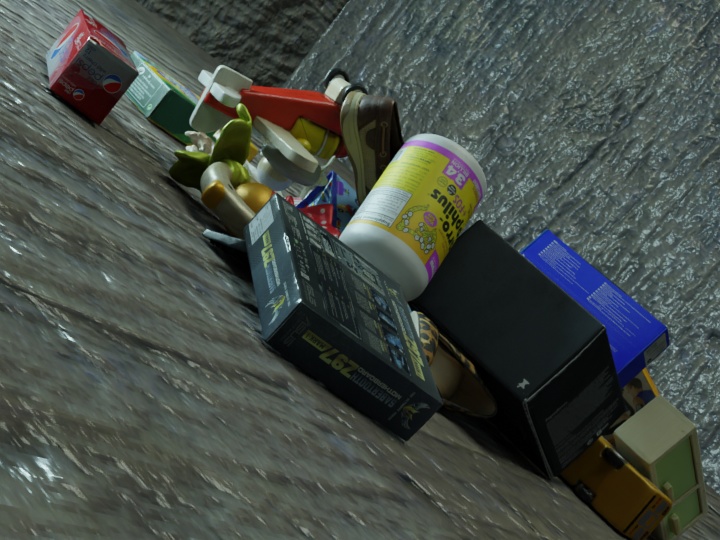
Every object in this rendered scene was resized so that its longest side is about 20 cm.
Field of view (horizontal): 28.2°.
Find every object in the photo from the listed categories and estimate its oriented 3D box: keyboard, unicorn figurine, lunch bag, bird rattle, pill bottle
[{"bbox_3d":[-0.064,0.018,1.356,0.104,0.040,0.200,15,-9,35],"label":"keyboard"},{"bbox_3d":[-0.124,-0.103,1.720,0.199,0.074,0.137,6,31,-50],"label":"unicorn figurine"},{"bbox_3d":[0.000,0.000,1.624,0.150,0.094,0.200,43,12,-24],"label":"lunch bag"},{"bbox_3d":[-0.107,-0.055,1.455,0.200,0.112,0.163,51,14,-15],"label":"bird rattle"},{"bbox_3d":[0.043,-0.039,1.485,0.104,0.201,0.104,26,-27,15],"label":"pill bottle"}]

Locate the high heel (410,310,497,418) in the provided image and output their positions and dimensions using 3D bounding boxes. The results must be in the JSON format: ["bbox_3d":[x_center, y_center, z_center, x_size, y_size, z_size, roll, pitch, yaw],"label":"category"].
[{"bbox_3d":[0.089,0.103,1.387,0.142,0.072,0.200,33,-3,-5],"label":"high heel"}]

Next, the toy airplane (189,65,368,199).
[{"bbox_3d":[-0.099,-0.157,1.613,0.198,0.142,0.200,18,23,18],"label":"toy airplane"}]

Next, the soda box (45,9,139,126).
[{"bbox_3d":[-0.283,-0.215,1.495,0.063,0.070,0.200,38,5,-21],"label":"soda box"}]

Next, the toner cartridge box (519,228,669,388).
[{"bbox_3d":[0.252,0.047,1.654,0.200,0.095,0.043,44,-14,33],"label":"toner cartridge box"}]

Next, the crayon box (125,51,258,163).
[{"bbox_3d":[-0.217,-0.195,1.875,0.200,0.052,0.126,35,7,-43],"label":"crayon box"}]

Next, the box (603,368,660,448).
[{"bbox_3d":[0.280,0.126,1.725,0.201,0.118,0.042,58,17,-22],"label":"box"}]

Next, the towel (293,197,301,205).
[{"bbox_3d":[-0.008,-0.064,1.903,0.145,0.030,0.200,2,14,-32],"label":"towel"}]

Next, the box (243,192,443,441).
[{"bbox_3d":[-0.018,0.035,1.202,0.157,0.051,0.200,36,18,-26],"label":"box"}]

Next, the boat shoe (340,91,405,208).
[{"bbox_3d":[0.035,-0.113,1.588,0.071,0.072,0.201,2,-47,21],"label":"boat shoe"}]

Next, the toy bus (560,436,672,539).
[{"bbox_3d":[0.264,0.221,1.662,0.200,0.065,0.078,44,7,40],"label":"toy bus"}]

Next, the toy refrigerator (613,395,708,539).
[{"bbox_3d":[0.364,0.245,1.716,0.070,0.076,0.201,44,-16,39],"label":"toy refrigerator"}]

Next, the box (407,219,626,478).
[{"bbox_3d":[0.168,0.087,1.545,0.200,0.124,0.197,43,-10,33],"label":"box"}]
